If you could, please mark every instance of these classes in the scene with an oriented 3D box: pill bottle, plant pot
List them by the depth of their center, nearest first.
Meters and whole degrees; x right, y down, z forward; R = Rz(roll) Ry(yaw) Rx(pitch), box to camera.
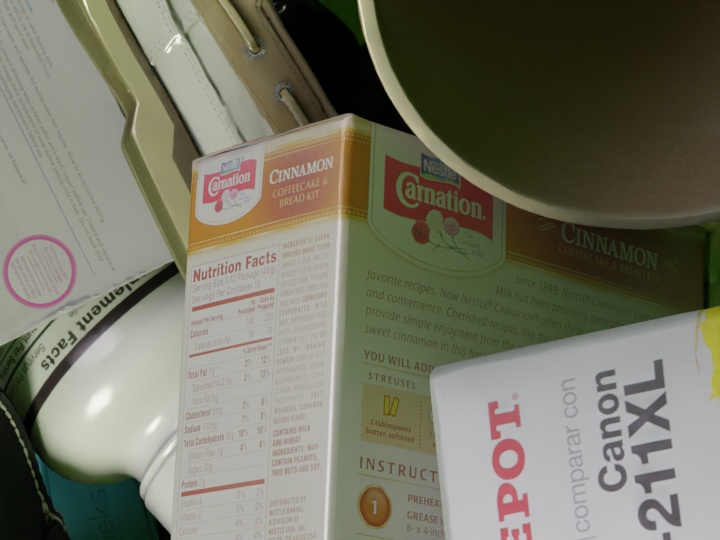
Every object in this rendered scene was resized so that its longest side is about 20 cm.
[{"bbox_3d":[0.073,-0.143,0.803,0.187,0.187,0.200,-54,28,23],"label":"plant pot"},{"bbox_3d":[-0.098,-0.005,0.949,0.200,0.112,0.112,48,118,14],"label":"pill bottle"}]

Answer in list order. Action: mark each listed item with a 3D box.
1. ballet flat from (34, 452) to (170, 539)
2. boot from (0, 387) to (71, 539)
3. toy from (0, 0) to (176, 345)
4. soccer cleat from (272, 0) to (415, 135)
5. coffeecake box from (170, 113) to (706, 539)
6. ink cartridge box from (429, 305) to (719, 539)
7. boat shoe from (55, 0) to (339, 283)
[{"bbox_3d":[-0.109,0.054,1.021,0.071,0.069,0.200,110,149,-60],"label":"ballet flat"},{"bbox_3d":[-0.079,0.131,0.890,0.154,0.073,0.204,16,126,35],"label":"boot"},{"bbox_3d":[-0.160,-0.019,0.874,0.115,0.200,0.047,64,167,-4],"label":"toy"},{"bbox_3d":[0.000,0.000,0.895,0.068,0.081,0.200,-27,60,42],"label":"soccer cleat"},{"bbox_3d":[0.025,0.072,0.789,0.073,0.153,0.200,-13,69,46],"label":"coffeecake box"},{"bbox_3d":[0.126,0.082,0.671,0.200,0.083,0.146,-13,68,19],"label":"ink cartridge box"},{"bbox_3d":[-0.057,-0.089,0.840,0.200,0.068,0.075,67,171,-10],"label":"boat shoe"}]
